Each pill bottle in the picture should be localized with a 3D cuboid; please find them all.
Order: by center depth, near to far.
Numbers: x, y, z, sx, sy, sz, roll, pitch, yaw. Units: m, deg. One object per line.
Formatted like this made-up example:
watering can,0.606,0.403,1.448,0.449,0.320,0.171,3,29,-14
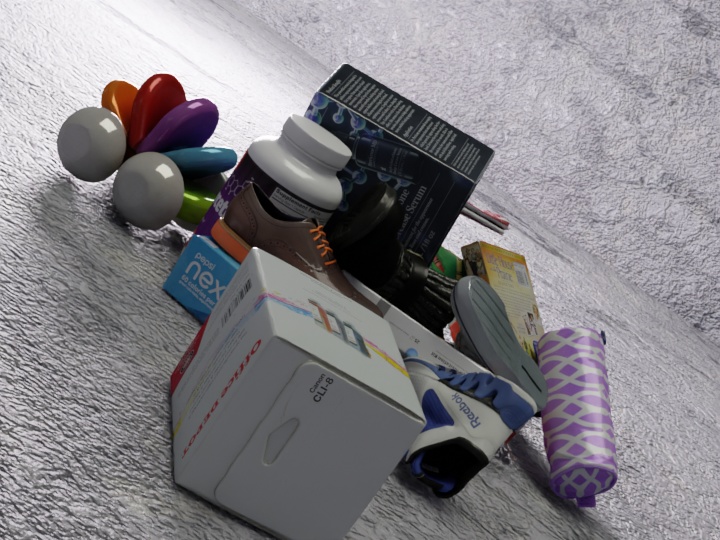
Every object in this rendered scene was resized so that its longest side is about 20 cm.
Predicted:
pill bottle,-0.095,-0.061,1.611,0.112,0.200,0.112,32,14,-9

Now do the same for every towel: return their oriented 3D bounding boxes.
towel,0.087,-0.101,1.860,0.144,0.023,0.200,28,3,-23

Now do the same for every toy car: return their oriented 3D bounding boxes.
toy car,-0.218,-0.137,1.700,0.200,0.150,0.175,39,13,19

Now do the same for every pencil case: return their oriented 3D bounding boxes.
pencil case,0.244,0.160,1.745,0.084,0.086,0.200,1,54,1

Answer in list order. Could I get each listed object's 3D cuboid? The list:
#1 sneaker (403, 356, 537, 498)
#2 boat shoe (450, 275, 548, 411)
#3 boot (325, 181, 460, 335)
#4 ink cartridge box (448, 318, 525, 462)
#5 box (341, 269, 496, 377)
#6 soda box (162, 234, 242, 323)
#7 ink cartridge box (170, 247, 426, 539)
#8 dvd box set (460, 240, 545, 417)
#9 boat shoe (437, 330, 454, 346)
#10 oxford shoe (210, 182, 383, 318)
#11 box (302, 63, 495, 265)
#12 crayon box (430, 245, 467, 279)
sneaker,0.069,0.154,1.495,0.081,0.115,0.199,48,-25,-26
boat shoe,0.129,0.088,1.613,0.200,0.067,0.074,57,32,-34
boot,0.042,-0.004,1.588,0.158,0.080,0.211,37,-19,-4
ink cartridge box,0.153,0.113,1.784,0.162,0.050,0.200,63,4,-13
box,0.043,0.089,1.622,0.200,0.041,0.156,34,-17,1
soda box,-0.096,0.049,1.510,0.200,0.068,0.064,39,15,22
ink cartridge box,-0.057,0.103,1.236,0.144,0.145,0.200,30,14,-17
dvd box set,0.179,0.071,1.799,0.146,0.029,0.201,14,60,-62
boat shoe,0.066,0.075,1.801,0.076,0.074,0.200,28,11,-25
oxford shoe,-0.052,-0.009,1.508,0.200,0.073,0.071,35,14,8
box,0.021,-0.106,1.692,0.200,0.149,0.107,30,30,3
crayon box,0.042,0.000,1.871,0.119,0.058,0.200,32,-15,-10
